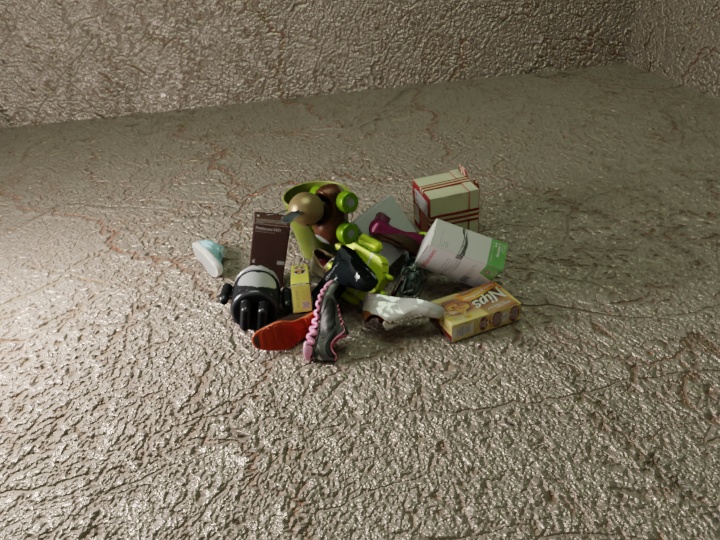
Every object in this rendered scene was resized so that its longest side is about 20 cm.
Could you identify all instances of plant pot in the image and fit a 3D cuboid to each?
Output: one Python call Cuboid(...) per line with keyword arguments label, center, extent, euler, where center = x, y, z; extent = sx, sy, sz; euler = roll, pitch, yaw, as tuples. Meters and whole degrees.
Cuboid(label="plant pot", center=(-0.122, -0.139, 1.744), extent=(0.199, 0.194, 0.201), euler=(-3, 31, 2))

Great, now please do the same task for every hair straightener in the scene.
Cuboid(label="hair straightener", center=(0.117, 0.064, 1.501), extent=(0.076, 0.041, 0.200), euler=(13, 48, 24))

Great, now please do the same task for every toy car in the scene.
Cuboid(label="toy car", center=(-0.130, -0.138, 1.493), extent=(0.199, 0.159, 0.164), euler=(-11, 18, -34))

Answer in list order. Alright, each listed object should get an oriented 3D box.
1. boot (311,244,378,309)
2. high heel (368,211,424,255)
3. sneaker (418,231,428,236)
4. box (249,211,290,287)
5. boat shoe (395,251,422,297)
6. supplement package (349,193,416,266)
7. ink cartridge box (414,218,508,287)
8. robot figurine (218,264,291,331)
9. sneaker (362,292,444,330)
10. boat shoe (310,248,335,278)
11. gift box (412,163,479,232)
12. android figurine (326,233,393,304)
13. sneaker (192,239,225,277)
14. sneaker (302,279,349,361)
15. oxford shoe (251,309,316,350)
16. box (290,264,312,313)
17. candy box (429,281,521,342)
Cuboid(label="boot", center=(-0.045, 0.048, 1.467), extent=(0.076, 0.169, 0.200), euler=(21, 18, -32))
Cuboid(label="high heel", center=(0.108, -0.072, 1.577), extent=(0.199, 0.068, 0.096), euler=(31, 41, -7))
Cuboid(label="sneaker", center=(0.246, -0.052, 1.663), extent=(0.199, 0.074, 0.084), euler=(23, 14, -6))
Cuboid(label="box", center=(-0.251, -0.054, 1.600), extent=(0.099, 0.201, 0.075), euler=(5, 31, -11))
Cuboid(label="boat shoe", center=(0.138, 0.003, 1.611), extent=(0.072, 0.062, 0.200), euler=(4, 33, 12))
Cuboid(label="supplement package", center=(0.047, -0.095, 1.663), extent=(0.111, 0.156, 0.200), euler=(-26, 11, 45))
Cuboid(label="ink cartridge box", center=(0.256, -0.040, 1.507), extent=(0.199, 0.146, 0.085), euler=(20, 66, -3))
Cuboid(label="robot figurine", center=(-0.266, 0.069, 1.487), extent=(0.125, 0.150, 0.200), euler=(-40, 27, 18))
Cuboid(label="sneaker", center=(0.101, 0.110, 1.403), extent=(0.198, 0.073, 0.085), euler=(6, 73, 17))
Cuboid(label="boat shoe", center=(-0.076, -0.005, 1.641), extent=(0.074, 0.070, 0.199), euler=(-28, 39, -34))
Cuboid(label="gift box", center=(0.273, -0.216, 1.837), extent=(0.185, 0.185, 0.200), euler=(-12, 39, -9))
Cuboid(label="android figurine", center=(0.000, 0.000, 1.532), extent=(0.199, 0.183, 0.041), euler=(29, 13, 33))
Cuboid(label="sneaker", center=(-0.438, -0.049, 1.747), extent=(0.082, 0.074, 0.200), euler=(-23, 38, -23))
Cuboid(label="sneaker", center=(-0.068, 0.123, 1.376), extent=(0.095, 0.079, 0.201), euler=(12, 75, 10))
Cuboid(label="oxford shoe", center=(-0.177, 0.144, 1.429), extent=(0.199, 0.072, 0.072), euler=(-14, 15, -28))
Cuboid(label="box", center=(-0.155, 0.044, 1.521), extent=(0.050, 0.076, 0.200), euler=(-6, 14, -6))
Cuboid(label="candy box", center=(0.283, 0.100, 1.448), extent=(0.199, 0.056, 0.115), euler=(-15, 33, -18))
